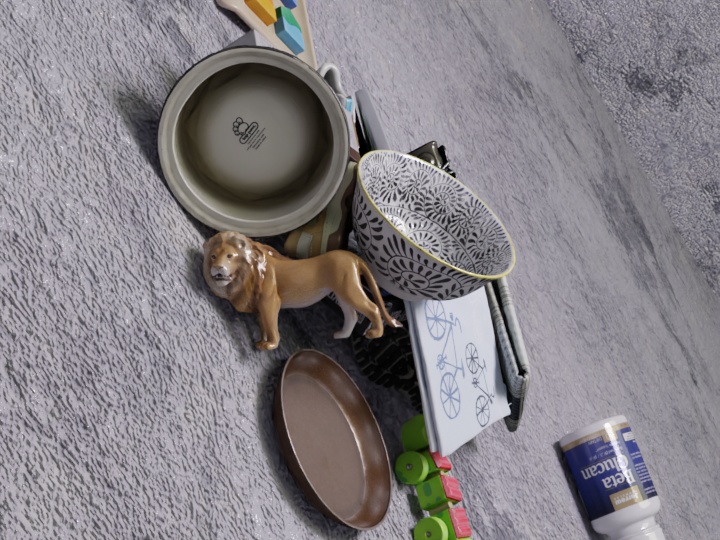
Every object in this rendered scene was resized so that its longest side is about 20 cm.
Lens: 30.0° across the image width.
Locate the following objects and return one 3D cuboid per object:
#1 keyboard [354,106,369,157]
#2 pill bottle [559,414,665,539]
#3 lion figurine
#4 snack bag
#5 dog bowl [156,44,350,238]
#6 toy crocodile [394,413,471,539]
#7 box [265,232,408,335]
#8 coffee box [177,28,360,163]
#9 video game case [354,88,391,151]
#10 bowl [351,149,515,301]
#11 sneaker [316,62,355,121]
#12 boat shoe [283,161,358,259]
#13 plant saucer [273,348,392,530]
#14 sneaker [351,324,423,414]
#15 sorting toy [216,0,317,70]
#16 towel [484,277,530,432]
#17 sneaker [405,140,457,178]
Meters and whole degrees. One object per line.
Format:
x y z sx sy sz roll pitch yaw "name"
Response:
0.012 -0.113 1.728 0.039 0.104 0.202 -4 63 -20 "keyboard"
0.387 0.330 2.036 0.111 0.110 0.202 8 58 -62 "pill bottle"
-0.060 0.014 1.375 0.072 0.198 0.124 -172 -104 -83 "lion figurine"
0.113 0.099 1.558 0.200 0.021 0.191 -18 97 -60 "snack bag"
-0.109 -0.140 1.400 0.201 0.199 0.074 56 11 -17 "dog bowl"
0.091 0.263 1.548 0.067 0.061 0.202 20 48 -58 "toy crocodile"
0.000 0.000 1.556 0.157 0.050 0.200 39 19 19 "box"
-0.100 -0.169 1.532 0.200 0.114 0.080 34 36 -48 "coffee box"
0.033 -0.113 1.727 0.201 0.022 0.183 -107 -177 -59 "video game case"
0.060 -0.031 1.453 0.199 0.094 0.201 27 29 -17 "bowl"
-0.035 -0.174 1.691 0.074 0.087 0.202 1 60 -39 "sneaker"
-0.044 -0.070 1.478 0.200 0.075 0.072 -73 168 -64 "boat shoe"
-0.034 0.181 1.412 0.200 0.032 0.201 47 27 -33 "plant saucer"
0.046 0.098 1.632 0.200 0.078 0.090 47 15 -43 "sneaker"
-0.126 -0.372 1.786 0.200 0.036 0.187 34 37 -48 "sorting toy"
0.179 0.085 1.720 0.193 0.034 0.202 83 -8 -63 "towel"
0.101 -0.081 1.646 0.200 0.076 0.115 52 -12 46 "sneaker"
